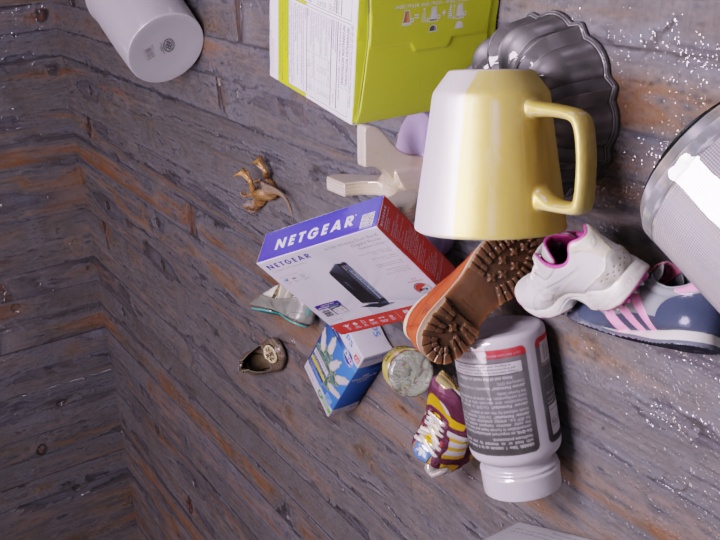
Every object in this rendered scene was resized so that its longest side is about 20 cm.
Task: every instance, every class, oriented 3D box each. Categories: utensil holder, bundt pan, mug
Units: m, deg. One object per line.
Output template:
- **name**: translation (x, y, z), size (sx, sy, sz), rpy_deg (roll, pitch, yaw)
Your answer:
- **utensil holder**: translation (-0.413, -0.486, 1.786), size (0.201, 0.169, 0.171), rpy_deg (53, 144, 28)
- **bundt pan**: translation (0.177, -0.172, 0.996), size (0.202, 0.075, 0.204), rpy_deg (34, 131, 50)
- **mug**: translation (0.143, -0.115, 0.895), size (0.185, 0.149, 0.155), rpy_deg (4, 101, 23)

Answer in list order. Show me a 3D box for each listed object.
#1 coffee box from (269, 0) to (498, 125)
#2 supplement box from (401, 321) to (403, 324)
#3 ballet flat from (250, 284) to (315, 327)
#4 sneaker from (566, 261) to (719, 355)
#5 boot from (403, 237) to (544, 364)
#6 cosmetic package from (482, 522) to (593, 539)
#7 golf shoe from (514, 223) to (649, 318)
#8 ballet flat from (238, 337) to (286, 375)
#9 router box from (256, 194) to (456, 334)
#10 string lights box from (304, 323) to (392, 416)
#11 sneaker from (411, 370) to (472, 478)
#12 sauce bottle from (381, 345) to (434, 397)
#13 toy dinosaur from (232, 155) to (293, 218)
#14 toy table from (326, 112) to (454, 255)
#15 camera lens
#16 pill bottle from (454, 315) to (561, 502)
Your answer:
- **coffee box**: translation (0.025, -0.305, 1.070), size (0.197, 0.198, 0.202), rpy_deg (38, 134, 46)
- **supplement box**: translation (0.076, 0.030, 1.279), size (0.200, 0.068, 0.067), rpy_deg (53, 143, 37)
- **ballet flat**: translation (-0.136, 0.057, 1.681), size (0.199, 0.067, 0.064), rpy_deg (12, 87, 57)
- **sneaker**: translation (0.288, 0.032, 0.931), size (0.200, 0.070, 0.083), rpy_deg (9, 86, 62)
- **boot**: translation (0.127, 0.017, 1.087), size (0.075, 0.200, 0.107), rpy_deg (47, 173, -13)
- **cosmetic package**: translation (0.191, 0.431, 1.133), size (0.164, 0.198, 0.167), rpy_deg (-9, 96, 61)
- **golf shoe**: translation (0.209, -0.004, 0.959), size (0.091, 0.076, 0.200), rpy_deg (42, 160, -11)
- **ballet flat**: translation (-0.200, 0.177, 1.849), size (0.200, 0.046, 0.068), rpy_deg (-24, 83, 61)
- **router box**: translation (0.000, 0.000, 1.174), size (0.199, 0.179, 0.049), rpy_deg (-16, 47, 37)
- **string lights box**: translation (-0.023, 0.142, 1.510), size (0.103, 0.058, 0.201), rpy_deg (61, 148, 25)
- **sneaker**: translation (0.108, 0.212, 1.219), size (0.075, 0.090, 0.201), rpy_deg (46, 166, 38)
- **sauce bottle**: translation (0.060, 0.138, 1.297), size (0.200, 0.064, 0.065), rpy_deg (147, 107, -85)
- **toy dinosaur**: translation (-0.165, -0.145, 1.644), size (0.107, 0.060, 0.200), rpy_deg (55, 160, -15)
- **toy table**: translation (0.050, -0.101, 1.211), size (0.183, 0.116, 0.202), rpy_deg (11, 112, 58)
- **camera lens**: translation (0.328, -0.030, 0.712), size (0.201, 0.159, 0.161), rpy_deg (56, 146, 30)
- **pill bottle**: translation (0.179, 0.164, 1.114), size (0.114, 0.113, 0.202), rpy_deg (5, 108, 59)
